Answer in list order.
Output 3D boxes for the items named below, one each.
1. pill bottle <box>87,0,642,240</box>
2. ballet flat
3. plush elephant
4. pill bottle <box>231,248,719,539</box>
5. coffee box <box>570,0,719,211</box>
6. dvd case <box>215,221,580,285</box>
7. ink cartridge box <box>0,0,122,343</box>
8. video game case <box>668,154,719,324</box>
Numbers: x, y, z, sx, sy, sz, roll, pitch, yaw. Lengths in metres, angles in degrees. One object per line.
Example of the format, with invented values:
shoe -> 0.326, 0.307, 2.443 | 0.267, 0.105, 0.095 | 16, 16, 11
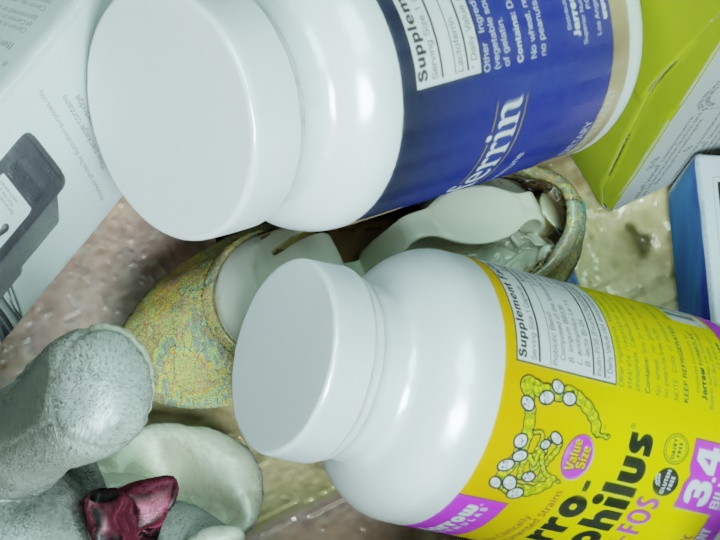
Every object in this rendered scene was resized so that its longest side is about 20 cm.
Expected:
pill bottle -> 0.003, -0.080, 1.077 | 0.199, 0.116, 0.116 | -18, 72, -40
ballet flat -> 0.000, 0.000, 1.129 | 0.199, 0.071, 0.071 | -15, 73, -18
plush elephant -> -0.089, 0.117, 1.043 | 0.154, 0.200, 0.166 | 10, 79, -33
pill bottle -> 0.053, 0.052, 1.086 | 0.199, 0.104, 0.105 | 14, 64, -31
coffee box -> 0.157, -0.180, 1.182 | 0.197, 0.200, 0.200 | -24, 75, -20
dvd case -> 0.005, -0.036, 1.190 | 0.142, 0.018, 0.201 | -14, 73, -17
ink cartridge box -> -0.187, -0.029, 1.074 | 0.145, 0.084, 0.200 | 18, 60, 37
video game case -> 0.227, 0.054, 1.189 | 0.180, 0.045, 0.201 | 2, 68, -12
